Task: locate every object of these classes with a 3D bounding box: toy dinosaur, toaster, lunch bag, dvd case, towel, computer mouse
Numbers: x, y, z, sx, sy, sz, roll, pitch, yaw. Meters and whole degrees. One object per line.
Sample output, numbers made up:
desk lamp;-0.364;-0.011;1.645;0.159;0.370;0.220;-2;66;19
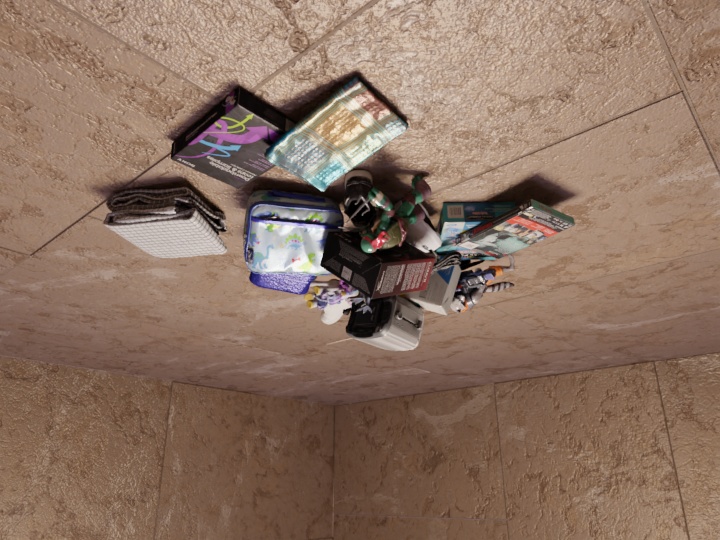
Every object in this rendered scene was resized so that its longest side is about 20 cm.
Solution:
toy dinosaur;0.000;0.000;1.233;0.197;0.185;0.104;-23;145;30
toaster;0.056;0.123;1.273;0.128;0.116;0.198;27;157;-30
lunch bag;-0.134;-0.074;1.087;0.196;0.083;0.164;5;118;-17
dvd case;0.314;-0.079;1.121;0.144;0.022;0.199;13;152;-34
towel;-0.384;-0.099;1.103;0.195;0.087;0.166;-4;157;13
computer mouse;0.129;-0.063;1.146;0.108;0.044;0.201;-17;127;32
towel;-0.038;-0.206;0.862;0.198;0.022;0.146;-30;147;28
towel;-0.154;-0.041;1.195;0.145;0.050;0.202;12;126;-19

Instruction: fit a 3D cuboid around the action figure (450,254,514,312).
action figure;0.289;0.038;1.293;0.192;0.106;0.199;-32;-172;-20

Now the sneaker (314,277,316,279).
sneaker;-0.150;-0.032;1.276;0.074;0.080;0.199;-14;155;30

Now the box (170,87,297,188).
box;-0.200;-0.207;0.896;0.198;0.037;0.142;-19;152;40

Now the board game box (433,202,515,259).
board game box;0.245;-0.082;1.203;0.147;0.048;0.201;-1;158;1

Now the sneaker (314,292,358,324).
sneaker;-0.098;0.093;1.614;0.114;0.075;0.200;13;145;-27

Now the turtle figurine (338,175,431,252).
turtle figurine;0.046;-0.088;1.000;0.199;0.101;0.150;-34;170;-31

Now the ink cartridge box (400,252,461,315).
ink cartridge box;0.123;0.017;1.275;0.197;0.118;0.067;15;166;27

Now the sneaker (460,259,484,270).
sneaker;0.198;-0.023;1.338;0.195;0.061;0.104;0;162;-18

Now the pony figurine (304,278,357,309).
pony figurine;-0.045;0.047;1.392;0.197;0.171;0.191;-8;-166;-36

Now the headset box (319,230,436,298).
headset box;0.042;-0.018;1.083;0.148;0.079;0.198;31;-156;36

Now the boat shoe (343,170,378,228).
boat shoe;0.002;-0.121;1.080;0.072;0.062;0.201;0;158;0
